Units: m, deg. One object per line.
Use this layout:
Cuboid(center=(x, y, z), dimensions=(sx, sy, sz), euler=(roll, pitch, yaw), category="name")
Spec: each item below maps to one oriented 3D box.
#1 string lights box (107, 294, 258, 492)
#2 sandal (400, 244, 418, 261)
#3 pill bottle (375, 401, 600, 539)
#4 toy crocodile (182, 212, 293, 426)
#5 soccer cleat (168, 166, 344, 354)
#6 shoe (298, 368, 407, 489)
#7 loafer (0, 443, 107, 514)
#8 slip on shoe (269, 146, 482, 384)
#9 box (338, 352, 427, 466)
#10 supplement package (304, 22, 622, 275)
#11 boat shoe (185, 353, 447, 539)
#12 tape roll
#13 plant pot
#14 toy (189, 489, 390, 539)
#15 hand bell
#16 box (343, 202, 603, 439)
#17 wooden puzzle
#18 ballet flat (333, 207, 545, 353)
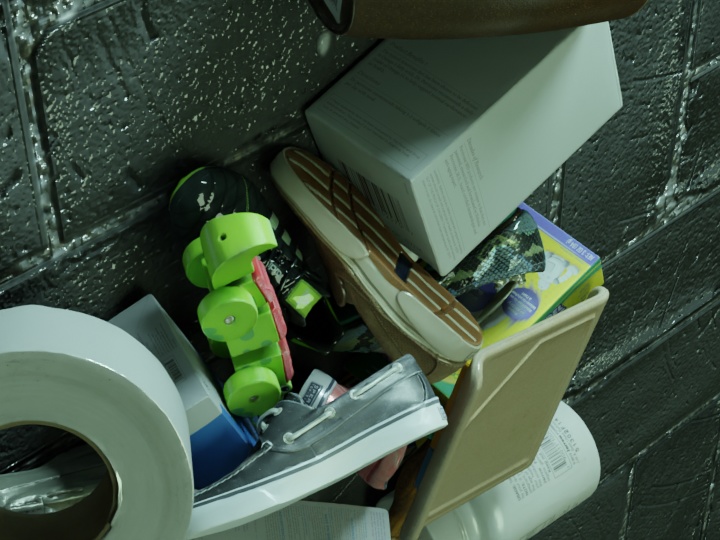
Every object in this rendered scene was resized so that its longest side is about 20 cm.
Cuboid(center=(-0.113, 0.115, 1.212), dimensions=(0.059, 0.103, 0.200), euler=(-33, 142, -2), category="string lights box")
Cuboid(center=(0.066, -0.053, 1.329), dimensions=(0.203, 0.082, 0.050), euler=(-35, 98, -36), category="sandal")
Cuboid(center=(0.114, 0.202, 1.546), dimensions=(0.200, 0.114, 0.115), euler=(-27, 137, -33), category="pill bottle")
Cuboid(center=(-0.075, 0.036, 1.141), dimensions=(0.062, 0.068, 0.200), euler=(-17, 137, -5), category="toy crocodile")
Cuboid(center=(-0.067, -0.006, 1.191), dimensions=(0.068, 0.081, 0.200), euler=(-49, 145, -8), category="soccer cleat")
Cuboid(center=(-0.011, 0.124, 1.283), dimensions=(0.072, 0.091, 0.200), euler=(-60, 179, -8), category="shoe")
Cuboid(center=(-0.227, 0.176, 1.167), dimensions=(0.200, 0.070, 0.070), euler=(-24, 135, -36), category="loafer")
Cuboid(center=(0.000, 0.000, 1.209), dimensions=(0.061, 0.200, 0.076), euler=(-42, -171, 23), category="slip on shoe")
Cuboid(center=(0.056, 0.082, 1.423), dimensions=(0.200, 0.064, 0.070), euler=(-44, 144, -15), category="box")
Cuboid(center=(0.079, -0.119, 1.237), dimensions=(0.200, 0.117, 0.117), euler=(-43, 143, -15), category="supplement package")
Cuboid(center=(-0.041, 0.117, 1.147), dimensions=(0.200, 0.068, 0.072), euler=(-25, 173, -11), category="boat shoe")
Cuboid(center=(-0.204, 0.127, 1.061), dimensions=(0.202, 0.071, 0.203), euler=(-3, 112, -8), category="tape roll")
Cuboid(center=(0.063, -0.225, 1.099), dimensions=(0.200, 0.187, 0.187), euler=(-21, 135, -18), category="plant pot")
Cuboid(center=(-0.062, 0.222, 1.204), dimensions=(0.200, 0.115, 0.047), euler=(14, 153, -41), category="toy")
Cuboid(center=(0.027, 0.217, 1.434), dimensions=(0.104, 0.104, 0.200), euler=(-15, 141, -42), category="hand bell")
Cuboid(center=(0.088, 0.035, 1.374), dimensions=(0.200, 0.117, 0.048), euler=(-45, 150, -13), category="box")
Cuboid(center=(0.109, 0.109, 1.337), dimensions=(0.200, 0.037, 0.185), euler=(-26, 144, -48), category="wooden puzzle")
Cuboid(center=(0.057, 0.025, 1.318), dimensions=(0.200, 0.074, 0.074), euler=(-31, 145, 7), category="ballet flat")
